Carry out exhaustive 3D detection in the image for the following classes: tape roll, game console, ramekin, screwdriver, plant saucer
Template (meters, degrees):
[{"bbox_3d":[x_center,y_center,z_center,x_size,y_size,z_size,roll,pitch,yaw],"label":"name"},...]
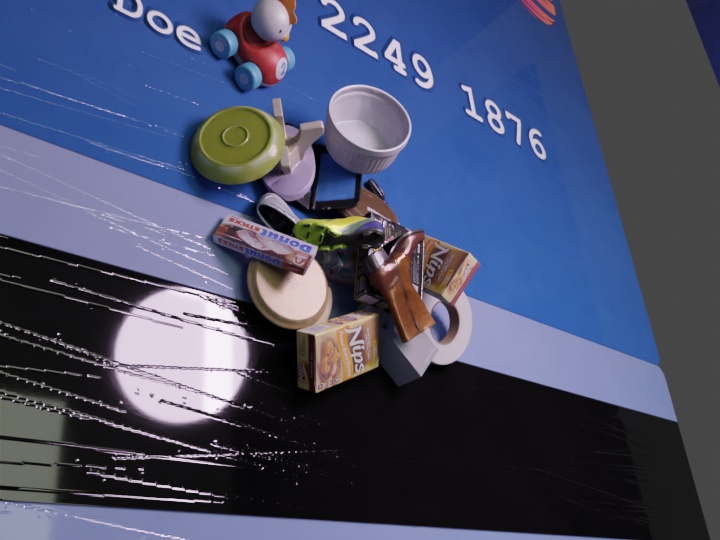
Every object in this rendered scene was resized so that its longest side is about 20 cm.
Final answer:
[{"bbox_3d":[0.190,0.123,1.760,0.200,0.037,0.207,1,89,-39],"label":"tape roll"},{"bbox_3d":[-0.093,-0.244,1.675,0.172,0.118,0.203,35,45,-36],"label":"game console"},{"bbox_3d":[0.009,-0.316,1.684,0.197,0.105,0.203,9,56,-14],"label":"ramekin"},{"bbox_3d":[0.074,-0.146,1.872,0.202,0.029,0.028,59,39,-7],"label":"screwdriver"},{"bbox_3d":[-0.253,-0.265,1.492,0.196,0.031,0.203,-1,59,1],"label":"plant saucer"},{"bbox_3d":[0.014,-0.147,1.738,0.198,0.030,0.201,30,25,-15],"label":"plant saucer"}]

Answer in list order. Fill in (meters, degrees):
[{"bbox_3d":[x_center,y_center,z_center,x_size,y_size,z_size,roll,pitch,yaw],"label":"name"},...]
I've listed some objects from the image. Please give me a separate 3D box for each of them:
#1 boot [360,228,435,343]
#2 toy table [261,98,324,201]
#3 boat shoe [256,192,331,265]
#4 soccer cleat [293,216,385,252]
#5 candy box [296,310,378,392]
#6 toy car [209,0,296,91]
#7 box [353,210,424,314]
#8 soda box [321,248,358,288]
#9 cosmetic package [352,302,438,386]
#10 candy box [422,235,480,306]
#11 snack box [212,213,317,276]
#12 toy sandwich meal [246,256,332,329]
[{"bbox_3d":[0.112,0.027,1.562,0.188,0.068,0.202,-33,94,-44],"label":"boot"},{"bbox_3d":[-0.166,-0.263,1.573,0.181,0.118,0.202,-20,60,-10],"label":"toy table"},{"bbox_3d":[-0.146,-0.077,1.553,0.201,0.070,0.072,44,24,-9],"label":"boat shoe"},{"bbox_3d":[-0.045,-0.082,1.538,0.196,0.066,0.084,3,30,-14],"label":"soccer cleat"},{"bbox_3d":[-0.043,0.160,1.488,0.198,0.055,0.118,-14,108,-49],"label":"candy box"},{"bbox_3d":[-0.205,-0.541,1.677,0.178,0.199,0.184,53,41,-8],"label":"toy car"},{"bbox_3d":[0.066,-0.010,1.618,0.158,0.049,0.203,21,58,-30],"label":"box"},{"bbox_3d":[0.000,0.000,1.665,0.198,0.068,0.065,20,53,-39],"label":"soda box"},{"bbox_3d":[0.073,0.145,1.642,0.201,0.090,0.107,49,43,-7],"label":"cosmetic package"},{"bbox_3d":[0.168,-0.007,1.688,0.055,0.199,0.116,38,83,-37],"label":"candy box"},{"bbox_3d":[-0.189,-0.052,1.455,0.197,0.025,0.072,20,44,6],"label":"snack box"},{"bbox_3d":[-0.148,0.039,1.496,0.202,0.070,0.208,15,61,-28],"label":"toy sandwich meal"}]
